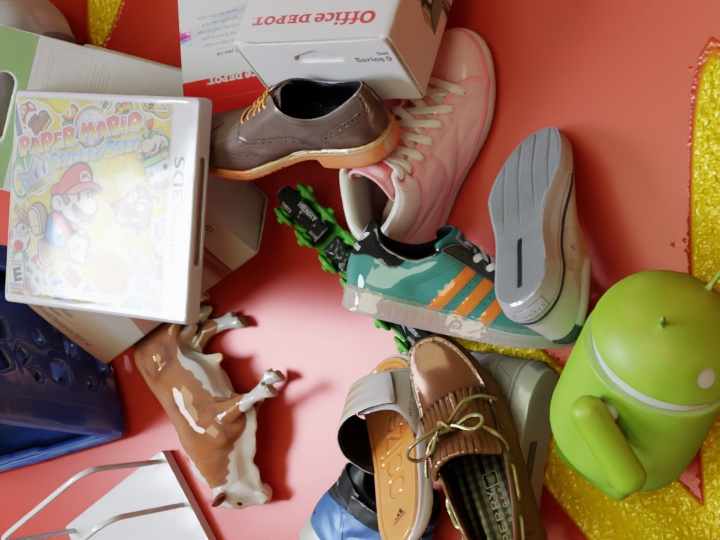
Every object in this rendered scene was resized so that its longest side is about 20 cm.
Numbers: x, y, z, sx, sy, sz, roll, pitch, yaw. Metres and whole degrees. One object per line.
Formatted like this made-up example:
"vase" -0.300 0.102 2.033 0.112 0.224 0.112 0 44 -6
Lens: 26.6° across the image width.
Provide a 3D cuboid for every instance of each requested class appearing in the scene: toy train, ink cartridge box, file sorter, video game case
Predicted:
"toy train" 0.000 0.000 1.298 0.042 0.056 0.200 -46 68 8
"ink cartridge box" -0.001 -0.242 1.246 0.145 0.084 0.201 2 61 29
"file sorter" -0.208 0.287 1.365 0.139 0.124 0.201 -38 72 23
"video game case" -0.214 -0.056 1.277 0.199 0.023 0.184 6 94 30
"ink cartridge box" -0.260 -0.132 1.372 0.048 0.199 0.147 30 106 64
"ink cartridge box" -0.096 -0.208 1.351 0.115 0.067 0.202 -6 85 29

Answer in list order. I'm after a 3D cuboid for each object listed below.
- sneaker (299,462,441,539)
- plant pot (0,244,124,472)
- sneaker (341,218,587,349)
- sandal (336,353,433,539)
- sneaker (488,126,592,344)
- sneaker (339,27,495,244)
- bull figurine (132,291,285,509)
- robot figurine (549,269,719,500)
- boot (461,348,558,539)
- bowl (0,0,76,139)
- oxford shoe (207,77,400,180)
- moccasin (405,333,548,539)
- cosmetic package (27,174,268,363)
"sneaker" 0.041 0.241 1.254 0.200 0.076 0.112 45 118 29
"plant pot" -0.359 0.082 1.420 0.199 0.200 0.181 -17 73 27
"sneaker" 0.088 0.010 1.204 0.198 0.071 0.081 11 99 -3
"sandal" 0.016 0.133 1.223 0.079 0.059 0.207 -50 26 28
"sneaker" 0.143 -0.025 1.186 0.073 0.071 0.201 -23 38 34
"sneaker" 0.045 -0.106 1.250 0.075 0.104 0.202 22 98 30
"bull figurine" -0.130 0.115 1.362 0.121 0.065 0.200 -45 69 16
"robot figurine" 0.209 0.082 1.118 0.115 0.175 0.201 38 140 20
"boot" 0.094 0.165 1.240 0.095 0.073 0.202 12 86 34
"bowl" -0.329 -0.168 1.421 0.074 0.200 0.202 17 95 2
"oxford shoe" -0.069 -0.124 1.231 0.198 0.073 0.072 -5 50 24
"moccasin" 0.081 0.142 1.164 0.073 0.078 0.203 -22 71 21
"cosmetic package" -0.188 -0.018 1.348 0.200 0.103 0.088 -36 28 27
